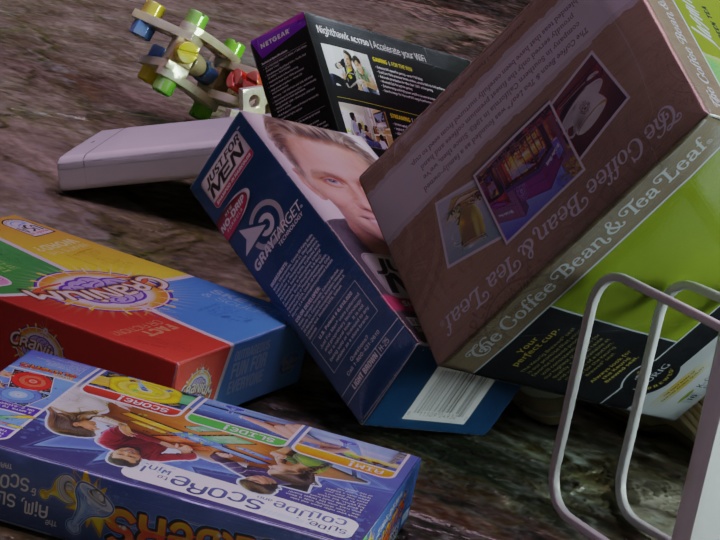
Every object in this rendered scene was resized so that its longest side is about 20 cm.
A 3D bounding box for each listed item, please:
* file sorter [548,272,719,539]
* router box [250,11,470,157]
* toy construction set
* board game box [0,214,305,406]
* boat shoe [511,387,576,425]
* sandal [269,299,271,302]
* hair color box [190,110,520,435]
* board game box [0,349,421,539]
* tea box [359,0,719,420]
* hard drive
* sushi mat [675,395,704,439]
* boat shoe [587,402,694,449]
[{"bbox_3d":[0.209,0.079,1.120,0.200,0.139,0.124,3,15,-33],"label":"file sorter"},{"bbox_3d":[0.023,-0.081,1.509,0.051,0.149,0.200,-26,-20,31],"label":"router box"},{"bbox_3d":[-0.098,-0.147,1.820,0.131,0.092,0.200,33,7,-40],"label":"toy construction set"},{"bbox_3d":[-0.149,0.025,1.215,0.200,0.040,0.153,18,15,21],"label":"board game box"},{"bbox_3d":[0.086,0.038,1.360,0.073,0.063,0.201,-5,12,-15],"label":"boat shoe"},{"bbox_3d":[-0.024,0.017,1.377,0.076,0.043,0.200,19,4,-2],"label":"sandal"},{"bbox_3d":[0.000,0.000,1.246,0.100,0.061,0.200,9,33,-45],"label":"hair color box"},{"bbox_3d":[-0.084,0.092,1.022,0.200,0.035,0.135,15,15,10],"label":"board game box"},{"bbox_3d":[0.146,-0.042,1.180,0.197,0.200,0.134,15,41,-43],"label":"tea box"},{"bbox_3d":[-0.099,-0.087,1.596,0.200,0.027,0.132,-5,12,9],"label":"hard drive"},{"bbox_3d":[0.186,0.019,1.293,0.012,0.096,0.200,43,7,-48],"label":"sushi mat"},{"bbox_3d":[0.216,0.072,1.289,0.200,0.068,0.072,23,17,34],"label":"boat shoe"}]
